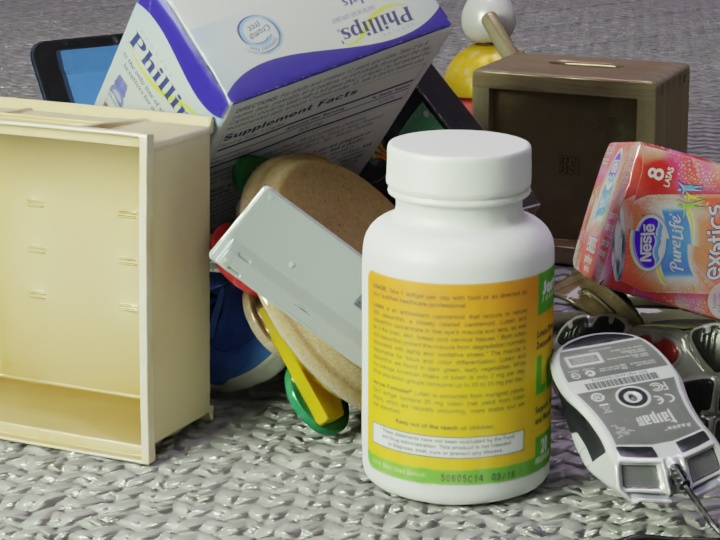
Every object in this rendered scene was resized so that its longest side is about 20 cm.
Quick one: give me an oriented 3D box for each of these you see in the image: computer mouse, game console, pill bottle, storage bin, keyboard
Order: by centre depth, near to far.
[{"bbox_3d":[0.163,0.105,1.153,0.110,0.044,0.200,-9,36,-12],"label":"computer mouse"},{"bbox_3d":[0.056,0.024,1.217,0.111,0.200,0.111,0,15,0],"label":"pill bottle"},{"bbox_3d":[0.003,0.027,1.271,0.200,0.056,0.011,37,4,-19],"label":"keyboard"},{"bbox_3d":[-0.195,-0.002,1.314,0.198,0.200,0.094,7,15,24],"label":"storage bin"},{"bbox_3d":[-0.205,-0.169,2.110,0.200,0.118,0.171,-12,19,-36],"label":"game console"}]

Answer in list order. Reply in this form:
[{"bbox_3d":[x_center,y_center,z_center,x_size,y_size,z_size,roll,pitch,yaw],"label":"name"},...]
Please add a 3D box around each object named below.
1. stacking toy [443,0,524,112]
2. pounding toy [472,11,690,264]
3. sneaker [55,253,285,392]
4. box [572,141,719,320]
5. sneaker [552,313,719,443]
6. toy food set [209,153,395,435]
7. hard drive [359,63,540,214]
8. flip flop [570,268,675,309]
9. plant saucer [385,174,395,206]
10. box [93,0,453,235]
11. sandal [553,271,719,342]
[{"bbox_3d":[0.120,-0.153,1.889,0.146,0.200,0.146,0,15,0],"label":"stacking toy"},{"bbox_3d":[0.170,-0.112,1.764,0.200,0.184,0.142,7,16,24],"label":"pounding toy"},{"bbox_3d":[-0.138,0.021,1.389,0.200,0.077,0.111,10,-17,43],"label":"sneaker"},{"bbox_3d":[0.204,-0.027,1.374,0.103,0.095,0.200,15,4,1],"label":"box"},{"bbox_3d":[0.217,0.064,1.319,0.200,0.081,0.083,16,9,38],"label":"sneaker"},{"bbox_3d":[-0.015,0.010,1.356,0.049,0.200,0.198,-33,-11,31],"label":"toy food set"},{"bbox_3d":[0.030,-0.076,1.537,0.038,0.140,0.200,-15,61,-44],"label":"hard drive"},{"bbox_3d":[0.254,0.004,1.573,0.200,0.058,0.081,6,16,21],"label":"flip flop"},{"bbox_3d":[0.064,0.006,1.417,0.019,0.070,0.200,-23,45,-10],"label":"plant saucer"},{"bbox_3d":[-0.068,-0.123,1.414,0.184,0.105,0.200,-23,-18,-32],"label":"box"},{"bbox_3d":[0.173,0.026,1.487,0.201,0.057,0.080,-2,15,-6],"label":"sandal"}]
